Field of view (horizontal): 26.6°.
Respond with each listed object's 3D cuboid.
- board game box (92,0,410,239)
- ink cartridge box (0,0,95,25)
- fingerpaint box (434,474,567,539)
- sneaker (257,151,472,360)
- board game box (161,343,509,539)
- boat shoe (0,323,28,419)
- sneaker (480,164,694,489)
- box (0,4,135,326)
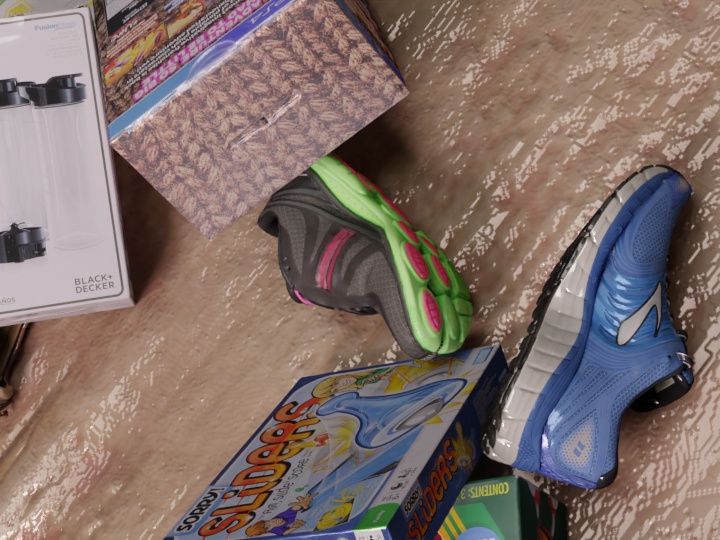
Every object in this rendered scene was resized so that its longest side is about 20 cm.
[{"bbox_3d":[-0.077,-0.147,0.981,0.159,0.097,0.200,-35,36,13],"label":"board game box"},{"bbox_3d":[-0.267,-0.194,1.183,0.146,0.048,0.200,-42,56,8],"label":"ink cartridge box"},{"bbox_3d":[0.009,0.210,0.814,0.200,0.073,0.167,-12,63,26],"label":"fingerpaint box"},{"bbox_3d":[0.000,0.000,0.923,0.084,0.077,0.200,-50,41,8],"label":"sneaker"},{"bbox_3d":[-0.007,0.106,0.817,0.135,0.035,0.200,-12,18,25],"label":"board game box"},{"bbox_3d":[-0.275,0.076,1.049,0.072,0.072,0.200,10,67,35],"label":"boat shoe"},{"bbox_3d":[0.140,0.032,0.828,0.089,0.079,0.200,28,67,0],"label":"sneaker"},{"bbox_3d":[-0.221,-0.068,1.020,0.116,0.060,0.200,-10,85,-5],"label":"box"}]
